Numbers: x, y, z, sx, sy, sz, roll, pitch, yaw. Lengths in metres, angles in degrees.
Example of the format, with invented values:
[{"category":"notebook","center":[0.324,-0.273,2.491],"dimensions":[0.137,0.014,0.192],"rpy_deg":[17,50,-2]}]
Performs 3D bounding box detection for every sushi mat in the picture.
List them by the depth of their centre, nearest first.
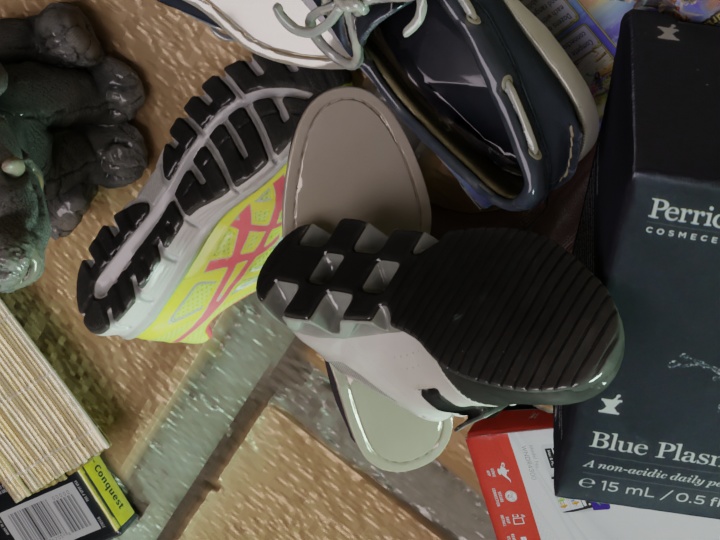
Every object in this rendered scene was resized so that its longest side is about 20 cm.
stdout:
[{"category":"sushi mat","center":[-0.238,0.047,1.196],"dimensions":[0.096,0.012,0.200],"rpy_deg":[-33,96,34]}]

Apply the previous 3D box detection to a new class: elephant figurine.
[{"category":"elephant figurine","center":[-0.210,-0.061,1.048],"dimensions":[0.155,0.200,0.142],"rpy_deg":[-26,100,34]}]

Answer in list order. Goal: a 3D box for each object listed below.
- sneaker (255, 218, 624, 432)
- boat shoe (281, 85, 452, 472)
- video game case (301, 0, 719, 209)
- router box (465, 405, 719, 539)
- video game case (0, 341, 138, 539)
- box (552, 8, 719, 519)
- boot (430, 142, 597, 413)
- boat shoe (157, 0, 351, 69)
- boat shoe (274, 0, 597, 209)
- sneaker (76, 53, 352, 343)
[{"category":"sneaker","center":[0.048,0.030,0.869],"dimensions":[0.200,0.074,0.089],"rpy_deg":[15,152,48]},{"category":"boat shoe","center":[0.000,0.000,0.973],"dimensions":[0.072,0.063,0.201],"rpy_deg":[-14,113,-5]},{"category":"video game case","center":[0.073,-0.150,0.883],"dimensions":[0.200,0.045,0.181],"rpy_deg":[-34,104,33]},{"category":"router box","center":[0.169,0.156,1.054],"dimensions":[0.179,0.049,0.201],"rpy_deg":[-9,109,30]},{"category":"video game case","center":[-0.260,0.116,1.265],"dimensions":[0.200,0.026,0.181],"rpy_deg":[-25,101,34]},{"category":"box","center":[0.195,0.009,0.872],"dimensions":[0.196,0.118,0.200],"rpy_deg":[7,132,1]},{"category":"boot","center":[0.096,-0.053,0.986],"dimensions":[0.186,0.064,0.200],"rpy_deg":[40,122,4]},{"category":"boat shoe","center":[-0.070,-0.155,1.015],"dimensions":[0.199,0.062,0.075],"rpy_deg":[16,104,10]},{"category":"boat shoe","center":[0.017,-0.110,0.838],"dimensions":[0.075,0.062,0.200],"rpy_deg":[-33,98,41]},{"category":"sneaker","center":[-0.065,-0.036,1.073],"dimensions":[0.200,0.090,0.078],"rpy_deg":[-46,45,20]}]
